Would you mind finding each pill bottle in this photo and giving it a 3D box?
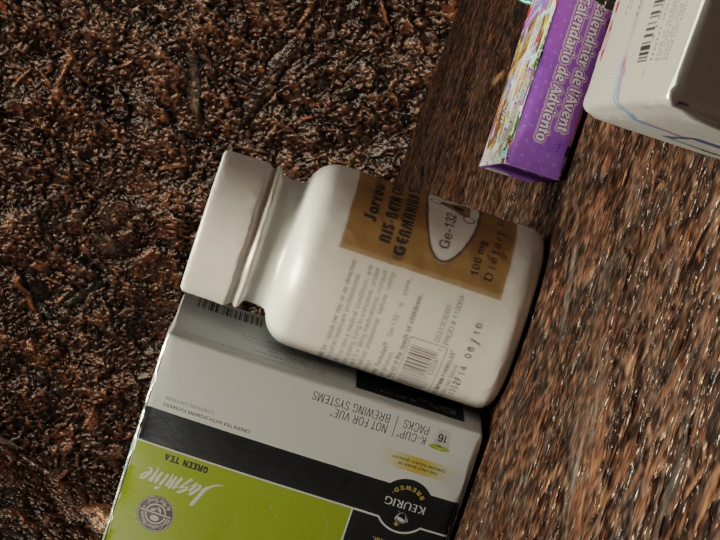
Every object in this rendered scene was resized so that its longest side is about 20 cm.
[{"bbox_3d":[0.000,0.000,1.632,0.114,0.200,0.115,-162,90,-87],"label":"pill bottle"}]

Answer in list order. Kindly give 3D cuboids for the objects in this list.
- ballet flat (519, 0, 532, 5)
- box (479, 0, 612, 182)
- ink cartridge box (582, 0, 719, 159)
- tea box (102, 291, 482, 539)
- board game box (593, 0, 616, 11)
[{"bbox_3d":[0.159,-0.264,1.833,0.062,0.067,0.200,-29,-30,-51],"label":"ballet flat"},{"bbox_3d":[0.121,-0.126,1.735,0.200,0.039,0.137,-130,57,-87],"label":"box"},{"bbox_3d":[0.131,-0.100,0.760,0.200,0.087,0.146,-134,63,-85],"label":"ink cartridge box"},{"bbox_3d":[-0.048,0.142,1.676,0.134,0.200,0.197,-87,15,-79],"label":"tea box"},{"bbox_3d":[0.176,-0.254,1.544,0.135,0.028,0.200,-79,8,-69],"label":"board game box"}]
